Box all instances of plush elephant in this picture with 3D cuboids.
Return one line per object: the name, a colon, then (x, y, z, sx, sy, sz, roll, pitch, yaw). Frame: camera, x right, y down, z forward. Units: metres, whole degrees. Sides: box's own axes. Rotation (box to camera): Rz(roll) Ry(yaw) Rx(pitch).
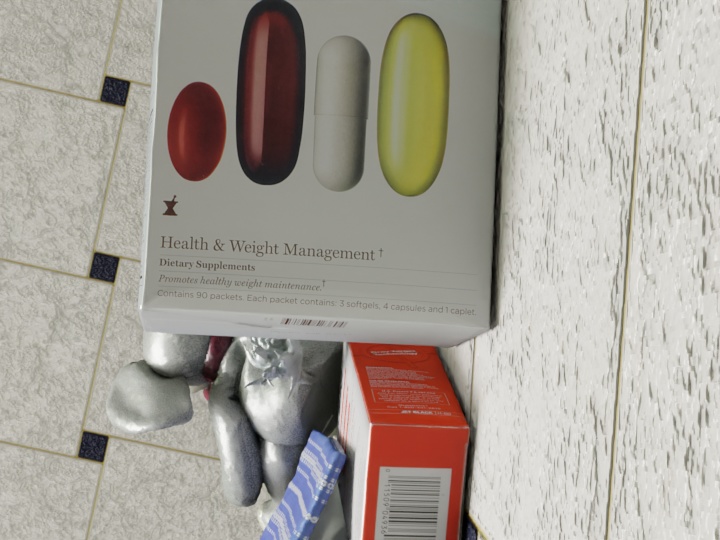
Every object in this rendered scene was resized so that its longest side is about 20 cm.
plush elephant: (-0.085, 0.066, 1.189, 0.166, 0.154, 0.200, -58, -28, -16)

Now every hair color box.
hair color box: (0.022, 0.109, 1.053, 0.200, 0.060, 0.103, -110, 23, -75)

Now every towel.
towel: (-0.066, 0.193, 1.068, 0.202, 0.024, 0.145, -62, 4, -2)

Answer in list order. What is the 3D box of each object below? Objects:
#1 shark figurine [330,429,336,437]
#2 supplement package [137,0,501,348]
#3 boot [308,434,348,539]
shark figurine: (-0.076, 0.097, 1.534, 0.215, 0.089, 0.129, 55, -151, -43)
supplement package: (-0.026, -0.066, 0.975, 0.147, 0.189, 0.203, 135, 138, -81)
boot: (-0.012, 0.223, 1.300, 0.204, 0.073, 0.155, 113, 163, -62)
